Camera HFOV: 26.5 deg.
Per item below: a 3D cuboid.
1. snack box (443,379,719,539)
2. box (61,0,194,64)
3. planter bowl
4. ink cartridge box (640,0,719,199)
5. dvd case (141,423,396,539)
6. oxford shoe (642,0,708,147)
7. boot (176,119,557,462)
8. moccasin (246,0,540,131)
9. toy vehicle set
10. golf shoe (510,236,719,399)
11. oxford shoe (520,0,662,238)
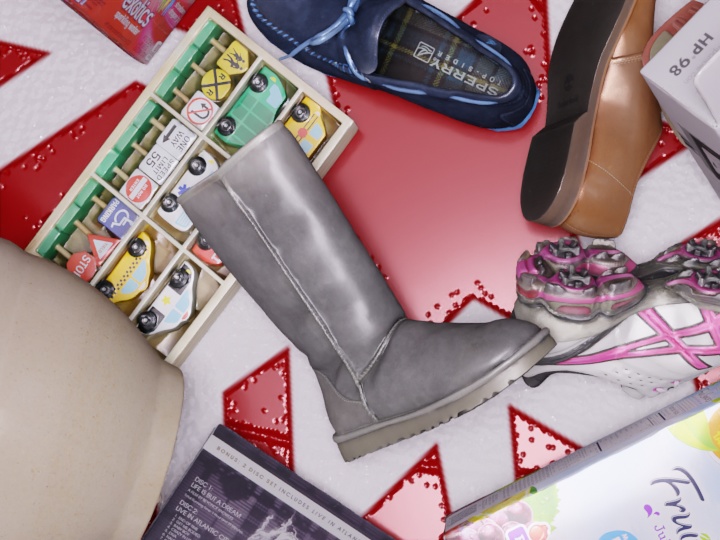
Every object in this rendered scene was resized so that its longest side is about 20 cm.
[{"bbox_3d":[0.171,0.180,0.890,0.198,0.068,0.170,-27,91,4],"label":"snack box"},{"bbox_3d":[-0.157,-0.208,0.915,0.095,0.200,0.100,38,91,7],"label":"box"},{"bbox_3d":[-0.185,0.097,0.908,0.133,0.200,0.202,19,87,-15],"label":"planter bowl"},{"bbox_3d":[0.235,-0.105,0.849,0.116,0.200,0.067,-45,48,1],"label":"ink cartridge box"},{"bbox_3d":[-0.075,0.211,0.902,0.148,0.016,0.201,33,62,0],"label":"dvd case"},{"bbox_3d":[0.255,-0.153,0.928,0.199,0.074,0.071,-35,42,-8],"label":"oxford shoe"},{"bbox_3d":[0.000,0.000,0.903,0.181,0.072,0.202,-27,89,31],"label":"boot"},{"bbox_3d":[0.020,-0.151,0.950,0.198,0.068,0.081,19,88,12],"label":"moccasin"},{"bbox_3d":[-0.109,-0.051,0.981,0.124,0.027,0.201,37,91,10],"label":"toy vehicle set"},{"bbox_3d":[0.188,0.032,0.919,0.197,0.073,0.093,2,120,1],"label":"golf shoe"},{"bbox_3d":[0.158,-0.116,0.940,0.071,0.071,0.202,18,86,-20],"label":"oxford shoe"}]
